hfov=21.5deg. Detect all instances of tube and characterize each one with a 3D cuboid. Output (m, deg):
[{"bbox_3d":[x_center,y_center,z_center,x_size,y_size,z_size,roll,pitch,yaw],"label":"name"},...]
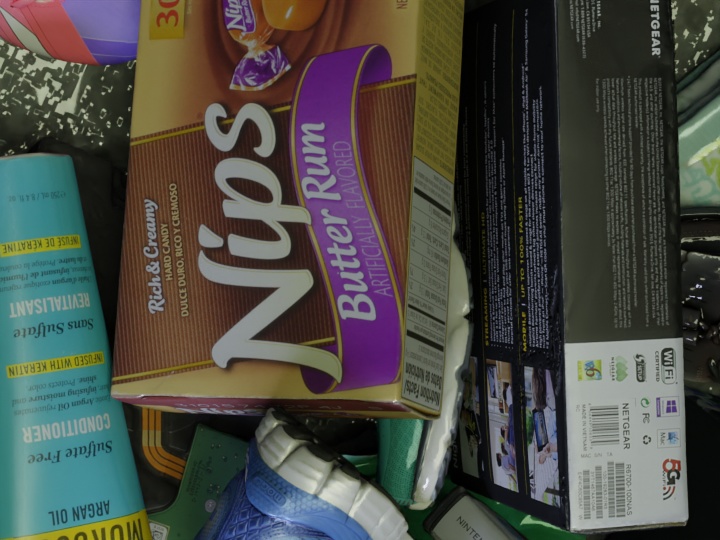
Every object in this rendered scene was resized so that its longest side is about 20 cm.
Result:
[{"bbox_3d":[-0.116,0.059,0.703,0.077,0.050,0.201,-9,86,-29],"label":"tube"}]

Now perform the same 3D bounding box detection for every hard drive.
[{"bbox_3d":[-0.097,0.064,0.754,0.139,0.038,0.201,21,69,-20],"label":"hard drive"}]

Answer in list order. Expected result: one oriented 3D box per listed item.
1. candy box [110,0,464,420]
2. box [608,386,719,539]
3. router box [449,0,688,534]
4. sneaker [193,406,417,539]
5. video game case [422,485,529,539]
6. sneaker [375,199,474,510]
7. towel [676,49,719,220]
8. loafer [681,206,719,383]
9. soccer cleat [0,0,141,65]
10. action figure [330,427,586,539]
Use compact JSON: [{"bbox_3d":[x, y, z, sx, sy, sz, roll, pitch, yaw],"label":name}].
[{"bbox_3d":[-0.026,-0.046,0.715,0.116,0.056,0.201,0,79,21],"label":"candy box"},{"bbox_3d":[0.233,0.145,0.856,0.199,0.148,0.107,17,100,-20],"label":"box"},{"bbox_3d":[0.075,-0.007,0.745,0.051,0.149,0.201,-2,92,-15],"label":"router box"},{"bbox_3d":[-0.019,0.125,0.727,0.089,0.078,0.200,-48,149,-8],"label":"sneaker"},{"bbox_3d":[0.129,0.184,0.777,0.026,0.181,0.200,-47,137,0],"label":"video game case"},{"bbox_3d":[0.000,0.000,0.769,0.079,0.078,0.201,-7,75,-8],"label":"sneaker"},{"bbox_3d":[0.236,-0.052,0.855,0.200,0.048,0.171,-38,111,-2],"label":"towel"},{"bbox_3d":[0.183,0.019,0.807,0.199,0.063,0.072,6,118,-7],"label":"loafer"},{"bbox_3d":[-0.155,-0.140,0.706,0.200,0.076,0.067,39,93,-21],"label":"soccer cleat"},{"bbox_3d":[0.003,0.112,0.833,0.199,0.055,0.119,2,107,-20],"label":"action figure"}]
